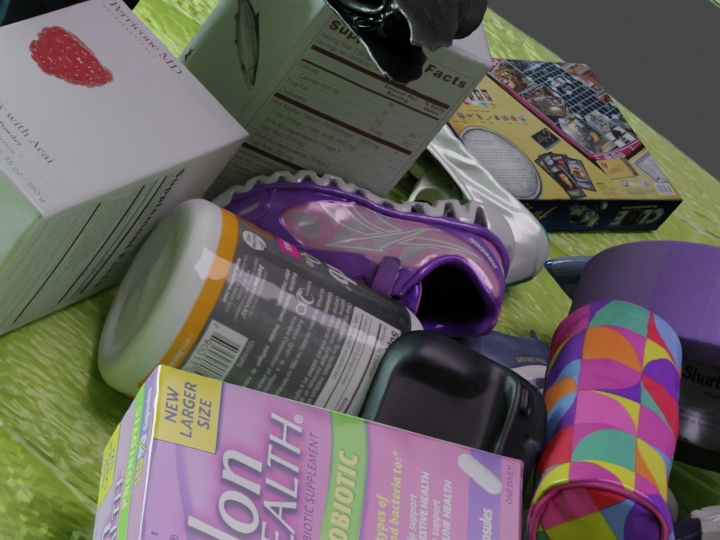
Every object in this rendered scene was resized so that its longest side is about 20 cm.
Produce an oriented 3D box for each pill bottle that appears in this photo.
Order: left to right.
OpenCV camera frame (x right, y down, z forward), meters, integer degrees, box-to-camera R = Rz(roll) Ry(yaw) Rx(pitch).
[{"bbox_3d":[-0.035,0.053,1.612,0.200,0.116,0.117,28,34,-19],"label":"pill bottle"}]

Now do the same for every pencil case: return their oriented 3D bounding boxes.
[{"bbox_3d":[0.139,0.099,1.629,0.088,0.088,0.200,32,31,-13],"label":"pencil case"}]

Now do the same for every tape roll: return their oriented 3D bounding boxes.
[{"bbox_3d":[0.222,0.058,1.792,0.200,0.200,0.066,28,67,-18],"label":"tape roll"}]

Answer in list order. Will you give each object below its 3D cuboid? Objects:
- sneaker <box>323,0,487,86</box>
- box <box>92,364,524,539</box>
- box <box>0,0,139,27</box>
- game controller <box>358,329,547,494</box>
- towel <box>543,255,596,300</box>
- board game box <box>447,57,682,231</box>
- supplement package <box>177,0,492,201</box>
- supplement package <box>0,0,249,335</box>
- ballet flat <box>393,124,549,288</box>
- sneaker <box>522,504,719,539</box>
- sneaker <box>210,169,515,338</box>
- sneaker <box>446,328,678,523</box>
[{"bbox_3d":[0.004,-0.187,1.623,0.104,0.060,0.200,-2,54,-51],"label":"sneaker"},{"bbox_3d":[-0.029,0.165,1.429,0.199,0.097,0.176,16,53,-15],"label":"box"},{"bbox_3d":[-0.223,-0.206,1.658,0.199,0.197,0.118,12,42,-37],"label":"box"},{"bbox_3d":[0.030,0.134,1.559,0.104,0.042,0.201,25,74,-13],"label":"game controller"},{"bbox_3d":[0.231,0.030,1.835,0.147,0.199,0.024,43,57,-48],"label":"towel"},{"bbox_3d":[0.119,-0.088,2.023,0.200,0.035,0.136,-1,50,-46],"label":"board game box"},{"bbox_3d":[-0.029,-0.111,1.740,0.117,0.200,0.117,22,35,-26],"label":"supplement package"},{"bbox_3d":[-0.180,-0.055,1.591,0.121,0.120,0.200,46,32,11],"label":"supplement package"},{"bbox_3d":[0.038,-0.063,1.890,0.200,0.069,0.069,46,32,7],"label":"ballet flat"},{"bbox_3d":[0.148,0.204,1.661,0.198,0.130,0.080,-7,30,-2],"label":"sneaker"},{"bbox_3d":[0.000,0.000,1.705,0.199,0.081,0.089,5,37,-14],"label":"sneaker"},{"bbox_3d":[0.113,0.086,1.763,0.200,0.075,0.085,37,36,-5],"label":"sneaker"}]
